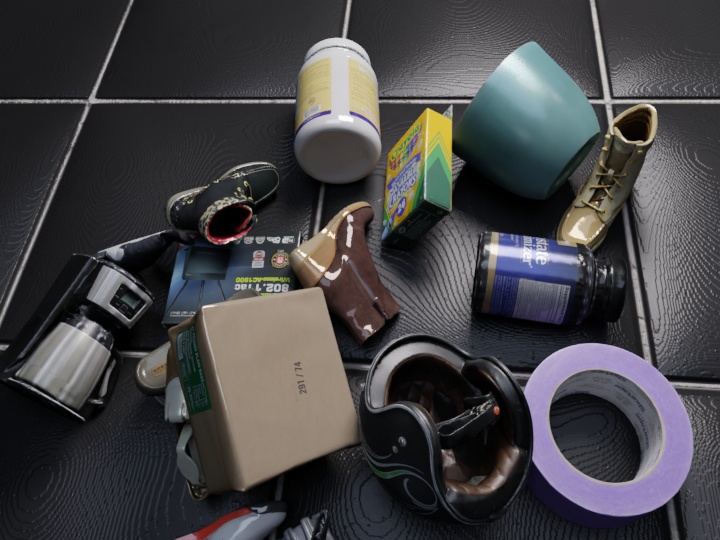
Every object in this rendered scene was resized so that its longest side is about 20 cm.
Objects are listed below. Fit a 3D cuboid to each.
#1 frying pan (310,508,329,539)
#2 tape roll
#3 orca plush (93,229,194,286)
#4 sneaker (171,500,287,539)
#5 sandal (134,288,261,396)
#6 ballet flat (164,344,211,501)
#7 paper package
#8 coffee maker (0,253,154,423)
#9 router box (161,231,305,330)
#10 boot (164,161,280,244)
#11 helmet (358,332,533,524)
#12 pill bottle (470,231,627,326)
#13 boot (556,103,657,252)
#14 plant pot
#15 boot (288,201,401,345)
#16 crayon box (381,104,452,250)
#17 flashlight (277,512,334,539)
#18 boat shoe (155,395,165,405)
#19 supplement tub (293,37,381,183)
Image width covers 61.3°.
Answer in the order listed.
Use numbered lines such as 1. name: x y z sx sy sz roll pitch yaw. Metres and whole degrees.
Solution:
1. frying pan: -0.060 0.375 0.656 0.115 0.031 0.193 40 107 38
2. tape roll: 0.289 0.200 0.743 0.193 0.086 0.205 -3 60 5
3. orca plush: -0.329 -0.012 0.923 0.195 0.105 0.073 -14 101 22
4. sneaker: -0.165 0.357 0.713 0.196 0.068 0.110 -22 61 -3
5. sandal: -0.211 0.088 0.801 0.197 0.055 0.082 -30 59 -16
6. ballet flat: -0.207 0.191 0.746 0.066 0.072 0.207 -4 102 12
7. paper package: -0.112 0.140 0.728 0.187 0.102 0.206 -7 77 -45
8. coffee maker: -0.414 0.083 0.856 0.187 0.136 0.203 18 63 17
9. router box: -0.183 0.023 0.906 0.193 0.063 0.154 -1 61 5
10. boot: -0.182 -0.102 0.923 0.200 0.075 0.152 -27 29 -29
11. helmet: 0.088 0.182 0.712 0.200 0.202 0.189 -45 23 -19
12. pill bottle: 0.255 0.014 0.837 0.194 0.113 0.115 8 61 10
13. boot: 0.357 -0.128 0.880 0.072 0.157 0.200 34 69 23
14. plant pot: 0.262 -0.208 0.922 0.200 0.202 0.161 -42 74 -17
15. boot: 0.000 0.000 0.905 0.166 0.073 0.200 45 48 4
16. crayon box: 0.088 -0.152 0.939 0.050 0.126 0.205 18 58 -21
17. flashlight: -0.033 0.387 0.684 0.068 0.067 0.201 -49 58 20
18. boat shoe: -0.210 0.177 0.816 0.196 0.072 0.071 21 64 17
19. supplement tub: -0.038 -0.266 1.008 0.141 0.147 0.205 -4 59 4
